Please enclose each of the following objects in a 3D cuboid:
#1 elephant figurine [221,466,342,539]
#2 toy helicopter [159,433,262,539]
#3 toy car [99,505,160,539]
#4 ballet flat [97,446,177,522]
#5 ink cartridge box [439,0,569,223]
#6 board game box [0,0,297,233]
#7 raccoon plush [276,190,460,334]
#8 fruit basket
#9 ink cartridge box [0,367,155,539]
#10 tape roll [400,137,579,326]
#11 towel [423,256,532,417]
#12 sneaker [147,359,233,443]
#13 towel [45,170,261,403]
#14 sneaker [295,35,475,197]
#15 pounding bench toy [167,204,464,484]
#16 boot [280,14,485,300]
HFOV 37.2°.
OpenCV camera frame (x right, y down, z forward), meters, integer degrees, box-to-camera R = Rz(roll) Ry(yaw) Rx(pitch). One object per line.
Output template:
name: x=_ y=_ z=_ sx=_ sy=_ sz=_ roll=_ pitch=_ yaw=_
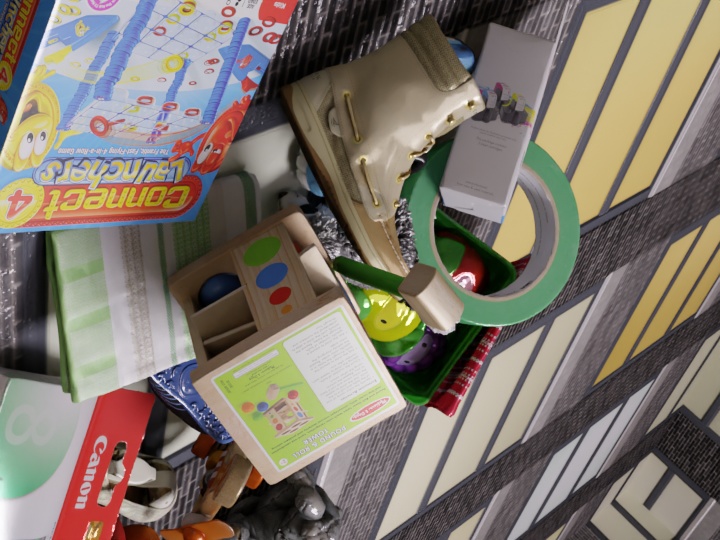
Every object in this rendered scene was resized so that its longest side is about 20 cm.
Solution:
elephant figurine: x=-0.130 y=0.338 z=1.354 sx=0.199 sy=0.156 sz=0.142 roll=-35 pitch=-163 yaw=-1
toy helicopter: x=-0.138 y=0.211 z=1.033 sx=0.133 sy=0.078 sz=0.200 roll=-60 pitch=-175 yaw=-15
toy car: x=-0.277 y=0.313 z=1.051 sx=0.199 sy=0.174 sz=0.152 roll=-18 pitch=112 yaw=-44
ballet flat: x=-0.220 y=0.211 z=1.061 sx=0.062 sy=0.068 sz=0.200 roll=-10 pitch=161 yaw=18
ink cartridge box: x=0.136 y=-0.157 z=1.023 sx=0.115 sy=0.067 sz=0.203 roll=42 pitch=66 yaw=-83
board game box: x=-0.158 y=-0.123 z=0.711 sx=0.199 sy=0.056 sz=0.197 roll=-9 pitch=134 yaw=-52
raccoon plush: x=0.000 y=0.000 z=0.988 sx=0.134 sy=0.200 sz=0.097 roll=-41 pitch=171 yaw=-41
fruit basket: x=0.059 y=0.036 z=1.186 sx=0.216 sy=0.155 sz=0.216 roll=-51 pitch=171 yaw=-12
ink cartridge box: x=-0.254 y=0.174 z=0.901 sx=0.199 sy=0.050 sz=0.163 roll=21 pitch=87 yaw=-52
tape roll: x=0.132 y=-0.043 z=1.118 sx=0.200 sy=0.201 sz=0.048 roll=-40 pitch=-169 yaw=-14
towel: x=0.134 y=0.075 z=1.237 sx=0.202 sy=0.022 sz=0.145 roll=-61 pitch=-177 yaw=-4
sneaker: x=-0.173 y=0.078 z=0.964 sx=0.070 sy=0.077 sz=0.201 roll=-46 pitch=133 yaw=-25
towel: x=-0.162 y=0.008 z=0.876 sx=0.199 sy=0.030 sz=0.151 roll=-19 pitch=115 yaw=-41
sneaker: x=0.038 y=-0.125 z=0.968 sx=0.200 sy=0.090 sz=0.079 roll=-45 pitch=155 yaw=-10
pounding bench toy: x=-0.031 y=0.032 z=0.844 sx=0.198 sy=0.157 sz=0.125 roll=-30 pitch=127 yaw=2
boot: x=0.041 y=-0.093 z=0.891 sx=0.154 sy=0.202 sz=0.073 roll=-28 pitch=-173 yaw=-5
